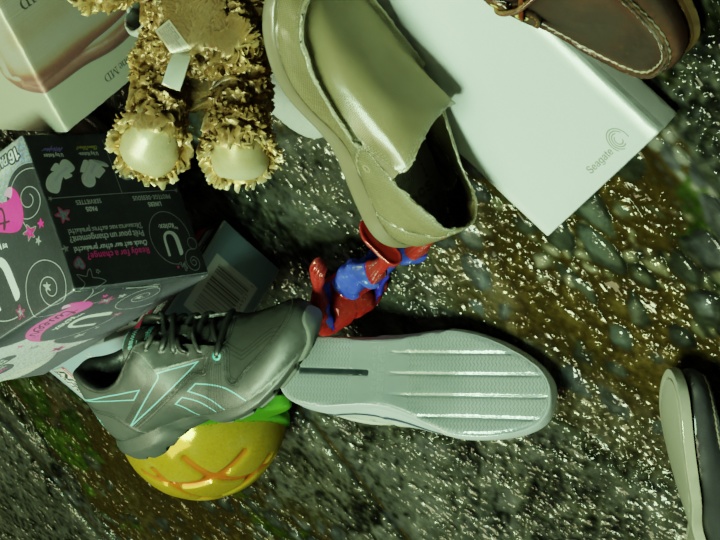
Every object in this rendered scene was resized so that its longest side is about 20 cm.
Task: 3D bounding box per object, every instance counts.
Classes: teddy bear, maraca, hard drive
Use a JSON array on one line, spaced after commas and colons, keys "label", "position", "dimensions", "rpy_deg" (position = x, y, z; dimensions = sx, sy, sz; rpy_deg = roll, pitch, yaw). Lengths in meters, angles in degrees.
[{"label": "teddy bear", "position": [-0.090, -0.143, 0.997], "dimensions": [0.144, 0.067, 0.201], "rpy_deg": [-13, 93, 7]}, {"label": "maraca", "position": [-0.119, 0.120, 1.348], "dimensions": [0.200, 0.137, 0.107], "rpy_deg": [125, 135, -72]}, {"label": "hard drive", "position": [0.066, -0.120, 0.976], "dimensions": [0.200, 0.027, 0.132], "rpy_deg": [43, 147, 0]}]

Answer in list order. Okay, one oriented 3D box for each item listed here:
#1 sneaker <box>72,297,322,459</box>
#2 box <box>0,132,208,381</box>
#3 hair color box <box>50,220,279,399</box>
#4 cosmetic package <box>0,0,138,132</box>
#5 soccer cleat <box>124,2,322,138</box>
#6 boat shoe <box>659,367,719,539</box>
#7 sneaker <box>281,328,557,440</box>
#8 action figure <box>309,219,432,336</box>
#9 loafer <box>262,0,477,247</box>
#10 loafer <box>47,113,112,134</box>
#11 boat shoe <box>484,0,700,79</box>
[{"label": "sneaker", "position": [-0.112, 0.063, 1.167], "dimensions": [0.200, 0.076, 0.079], "rpy_deg": [-29, 114, 32]}, {"label": "box", "position": [-0.227, -0.002, 1.207], "dimensions": [0.200, 0.132, 0.115], "rpy_deg": [-30, 76, 37]}, {"label": "hair color box", "position": [-0.154, 0.036, 1.314], "dimensions": [0.061, 0.099, 0.200], "rpy_deg": [42, 149, -19]}, {"label": "cosmetic package", "position": [-0.227, -0.199, 1.132], "dimensions": [0.087, 0.103, 0.200], "rpy_deg": [8, 134, 43]}, {"label": "soccer cleat", "position": [-0.095, -0.150, 1.060], "dimensions": [0.200, 0.085, 0.069], "rpy_deg": [51, 146, -11]}, {"label": "boat shoe", "position": [0.230, 0.137, 1.082], "dimensions": [0.062, 0.073, 0.201], "rpy_deg": [-15, 120, 4]}, {"label": "sneaker", "position": [0.045, 0.074, 1.190], "dimensions": [0.199, 0.073, 0.071], "rpy_deg": [8, 176, 26]}, {"label": "action figure", "position": [0.000, 0.000, 1.142], "dimensions": [0.052, 0.065, 0.200], "rpy_deg": [52, 156, 7]}, {"label": "loafer", "position": [0.014, -0.094, 0.977], "dimensions": [0.067, 0.076, 0.200], "rpy_deg": [7, 142, 41]}, {"label": "loafer", "position": [-0.219, -0.043, 1.324], "dimensions": [0.073, 0.071, 0.200], "rpy_deg": [35, 143, 13]}, {"label": "boat shoe", "position": [0.077, -0.160, 0.880], "dimensions": [0.200, 0.070, 0.070], "rpy_deg": [39, 146, 5]}]
